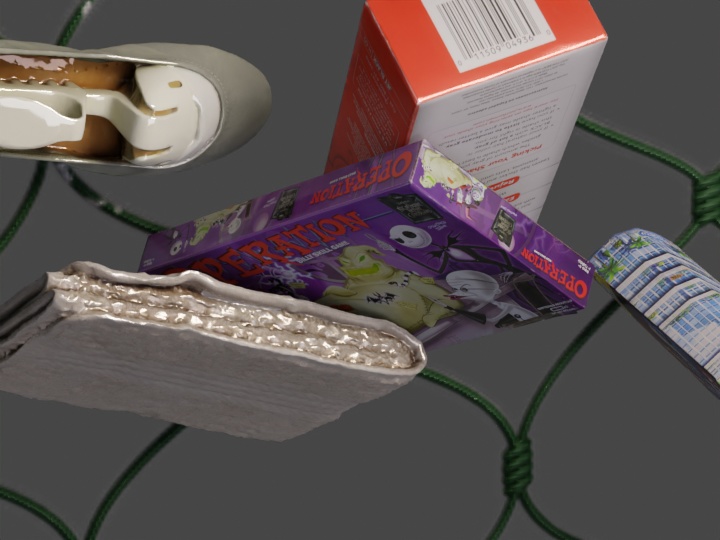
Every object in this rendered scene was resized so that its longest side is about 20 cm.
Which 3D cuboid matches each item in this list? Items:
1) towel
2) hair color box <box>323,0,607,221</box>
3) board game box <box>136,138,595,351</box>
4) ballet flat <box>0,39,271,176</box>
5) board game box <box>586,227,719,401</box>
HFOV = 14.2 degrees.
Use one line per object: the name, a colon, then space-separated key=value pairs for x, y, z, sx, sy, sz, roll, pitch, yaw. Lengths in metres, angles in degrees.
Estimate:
towel: x=-0.085 y=0.040 z=1.385 sx=0.199 sy=0.132 sz=0.035 roll=13 pitch=66 yaw=-30
hair color box: x=0.044 y=-0.067 z=1.368 sx=0.101 sy=0.061 sz=0.200 roll=-20 pitch=157 yaw=-18
board game box: x=0.000 y=0.000 z=1.372 sx=0.120 sy=0.199 sz=0.032 roll=38 pitch=55 yaw=-29
ballet flat: x=-0.125 y=-0.072 z=1.346 sx=0.199 sy=0.064 sz=0.068 roll=4 pitch=110 yaw=-27
board game box: x=0.235 y=0.070 z=1.502 sx=0.062 sy=0.200 sz=0.200 roll=-47 pitch=124 yaw=1
